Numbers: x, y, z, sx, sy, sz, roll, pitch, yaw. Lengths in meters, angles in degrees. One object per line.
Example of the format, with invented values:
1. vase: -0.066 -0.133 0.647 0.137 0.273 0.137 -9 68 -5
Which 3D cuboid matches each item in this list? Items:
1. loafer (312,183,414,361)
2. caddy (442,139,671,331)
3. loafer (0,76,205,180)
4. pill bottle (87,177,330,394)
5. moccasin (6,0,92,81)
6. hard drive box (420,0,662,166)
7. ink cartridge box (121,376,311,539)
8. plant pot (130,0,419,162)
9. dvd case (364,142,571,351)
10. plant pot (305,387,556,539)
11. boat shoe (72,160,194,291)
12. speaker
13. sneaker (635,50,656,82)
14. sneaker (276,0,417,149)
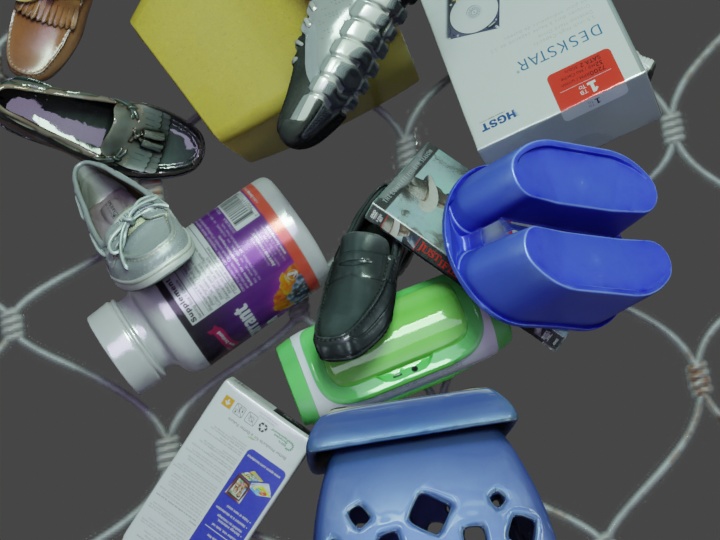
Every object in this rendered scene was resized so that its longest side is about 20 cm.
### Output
1. loafer: 0.000 0.000 1.110 0.067 0.071 0.201 -4 35 23
2. caddy: 0.161 -0.026 1.073 0.198 0.105 0.143 6 67 -32
3. loafer: -0.239 -0.127 1.167 0.198 0.063 0.073 14 91 -7
4. pill bottle: -0.135 0.018 1.133 0.199 0.111 0.112 -35 83 -6
5. moccasin: -0.274 -0.272 1.193 0.073 0.078 0.203 27 86 1
6. hard drive box: 0.154 -0.195 1.140 0.155 0.077 0.201 -25 58 11
7. ink cartridge box: -0.130 0.202 1.129 0.094 0.037 0.201 34 92 5
8. plant pot: -0.082 -0.209 1.139 0.176 0.200 0.201 -38 83 3
9. dvd case: 0.113 -0.026 1.143 0.199 0.146 0.022 35 125 5
10. plant pot: 0.051 0.203 1.067 0.198 0.200 0.182 -8 74 -2
11. boat shoe: -0.200 -0.041 1.101 0.074 0.202 0.065 -36 121 -7
12. speaker: 0.030 0.066 1.142 0.198 0.088 0.089 -21 81 -5
13. sneaker: 0.176 -0.145 1.192 0.200 0.078 0.090 -43 76 -14
14. sneaker: -0.033 -0.200 1.007 0.115 0.075 0.201 33 88 15
